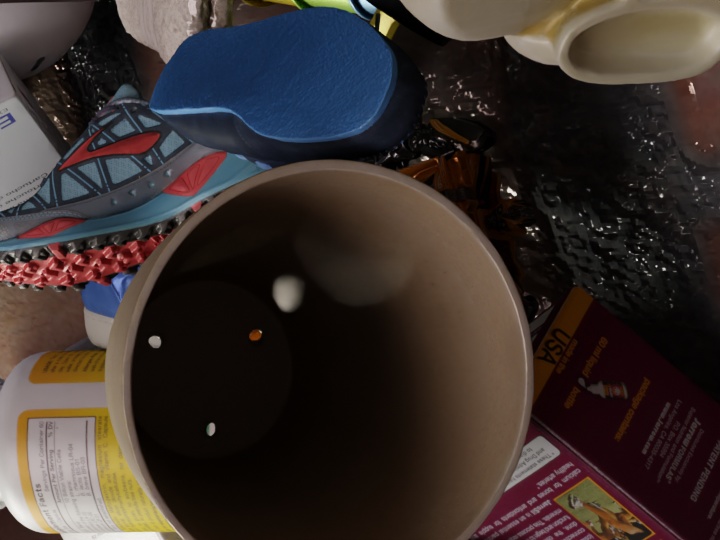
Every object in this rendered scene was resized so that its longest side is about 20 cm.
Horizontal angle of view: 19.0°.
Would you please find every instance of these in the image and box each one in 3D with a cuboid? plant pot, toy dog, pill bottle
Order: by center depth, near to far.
[{"bbox_3d":[0.057,-0.174,0.918,0.200,0.194,0.140,-114,7,-50],"label":"toy dog"},{"bbox_3d":[-0.046,0.048,1.007,0.188,0.187,0.200,65,160,-8],"label":"plant pot"},{"bbox_3d":[-0.154,0.104,1.308,0.200,0.113,0.113,-3,116,14],"label":"pill bottle"}]

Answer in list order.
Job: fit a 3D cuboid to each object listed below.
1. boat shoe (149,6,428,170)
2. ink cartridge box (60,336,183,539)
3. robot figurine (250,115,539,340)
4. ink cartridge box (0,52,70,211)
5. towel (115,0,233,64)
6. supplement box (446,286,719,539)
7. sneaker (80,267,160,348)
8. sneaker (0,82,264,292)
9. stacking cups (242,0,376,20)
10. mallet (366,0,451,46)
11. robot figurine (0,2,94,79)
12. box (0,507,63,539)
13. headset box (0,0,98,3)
[{"bbox_3d":[-0.022,-0.082,1.012,0.069,0.084,0.200,35,172,-31],"label":"boat shoe"},{"bbox_3d":[-0.154,0.144,1.434,0.115,0.068,0.200,-28,92,51],"label":"ink cartridge box"},{"bbox_3d":[0.000,0.000,1.127,0.200,0.058,0.145,-21,77,31],"label":"robot figurine"},{"bbox_3d":[-0.269,-0.038,1.279,0.043,0.196,0.200,63,180,22],"label":"ink cartridge box"},{"bbox_3d":[-0.097,-0.202,1.113,0.133,0.034,0.200,-136,45,-60],"label":"towel"},{"bbox_3d":[0.135,0.117,1.043,0.200,0.086,0.110,39,141,-7],"label":"supplement box"},{"bbox_3d":[-0.089,-0.007,1.257,0.200,0.077,0.111,7,113,38],"label":"sneaker"},{"bbox_3d":[-0.130,-0.054,1.210,0.079,0.200,0.096,73,178,-70],"label":"sneaker"},{"bbox_3d":[0.021,-0.144,1.061,0.200,0.060,0.061,18,127,40],"label":"stacking cups"},{"bbox_3d":[0.013,-0.103,1.053,0.066,0.041,0.200,30,155,6],"label":"mallet"},{"bbox_3d":[-0.245,-0.192,1.272,0.200,0.125,0.150,32,166,30],"label":"robot figurine"},{"bbox_3d":[-0.277,0.173,1.480,0.075,0.200,0.100,-8,109,47],"label":"box"},{"bbox_3d":[-0.158,-0.249,1.108,0.200,0.077,0.149,132,129,-62],"label":"headset box"}]
